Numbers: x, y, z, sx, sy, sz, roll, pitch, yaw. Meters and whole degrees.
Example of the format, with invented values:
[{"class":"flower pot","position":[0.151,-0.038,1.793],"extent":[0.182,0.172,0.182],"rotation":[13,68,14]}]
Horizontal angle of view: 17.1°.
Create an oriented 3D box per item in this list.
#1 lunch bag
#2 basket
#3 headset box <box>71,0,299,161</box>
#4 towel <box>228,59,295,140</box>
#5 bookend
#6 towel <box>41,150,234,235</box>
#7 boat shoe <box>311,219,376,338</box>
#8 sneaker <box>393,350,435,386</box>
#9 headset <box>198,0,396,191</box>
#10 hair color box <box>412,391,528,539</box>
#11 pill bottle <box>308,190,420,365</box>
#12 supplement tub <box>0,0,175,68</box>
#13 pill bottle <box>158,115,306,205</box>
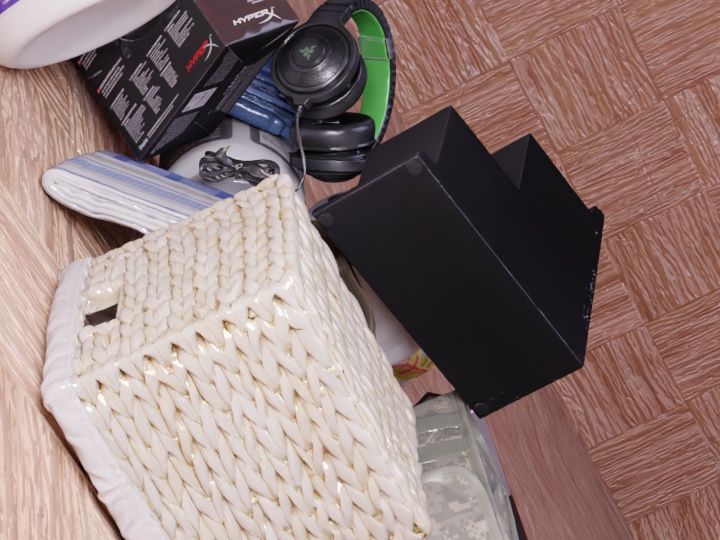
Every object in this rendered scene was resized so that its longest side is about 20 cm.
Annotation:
[{"class":"lunch bag","position":[0.023,0.191,1.635],"extent":[0.200,0.164,0.118],"rotation":[-103,169,-64]},{"class":"basket","position":[-0.070,0.081,1.404],"extent":[0.198,0.161,0.200],"rotation":[-98,162,-68]},{"class":"headset box","position":[-0.153,-0.203,1.680],"extent":[0.077,0.149,0.200],"rotation":[-23,73,-41]},{"class":"towel","position":[-0.123,-0.167,1.823],"extent":[0.200,0.049,0.112],"rotation":[23,19,-7]},{"class":"bookend","position":[0.076,-0.038,1.706],"extent":[0.200,0.092,0.199],"rotation":[50,28,-22]},{"class":"towel","position":[-0.130,-0.044,1.616],"extent":[0.147,0.024,0.200],"rotation":[21,8,1]},{"class":"boat shoe","position":[-0.018,0.046,1.633],"extent":[0.200,0.072,0.068],"rotation":[-94,167,-54]},{"class":"sneaker","position":[0.029,0.049,2.001],"extent":[0.200,0.090,0.078],"rotation":[25,42,-75]},{"class":"headset","position":[-0.038,-0.118,1.737],"extent":[0.200,0.094,0.124],"rotation":[-55,142,-48]},{"class":"hair color box","position":[0.075,0.210,1.943],"extent":[0.061,0.101,0.200],"rotation":[8,-51,44]},{"class":"pill bottle","position":[0.000,0.000,1.834],"extent":[0.111,0.111,0.200],"rotation":[62,2,-13]},{"class":"supplement tub","position":[-0.212,-0.247,1.556],"extent":[0.200,0.145,0.145],"rotation":[65,8,5]},{"class":"pill bottle","position":[-0.099,-0.059,1.822],"extent":[0.114,0.114,0.200],"rotation":[61,9,-21]}]
